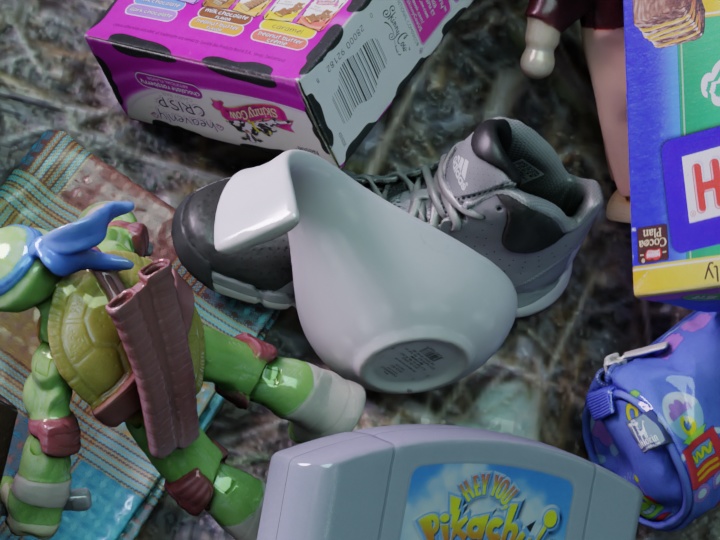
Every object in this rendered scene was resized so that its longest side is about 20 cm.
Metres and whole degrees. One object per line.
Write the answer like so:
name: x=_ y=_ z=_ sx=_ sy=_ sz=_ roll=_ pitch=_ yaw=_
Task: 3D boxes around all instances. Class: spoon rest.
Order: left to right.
spoon rest: x=0.000 y=0.000 z=1.223 sx=0.099 sy=0.200 sz=0.061 roll=-21 pitch=58 yaw=20

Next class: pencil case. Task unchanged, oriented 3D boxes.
pencil case: x=0.190 y=0.039 z=1.310 sx=0.200 sy=0.078 sz=0.087 roll=-35 pitch=101 yaw=-26

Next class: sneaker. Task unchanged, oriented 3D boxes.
sneaker: x=0.019 y=-0.036 z=1.267 sx=0.200 sy=0.116 sz=0.075 roll=3 pitch=60 yaw=-20

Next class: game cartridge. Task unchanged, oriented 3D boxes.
game cartridge: x=0.040 y=0.135 z=1.190 sx=0.200 sy=0.040 sz=0.134 roll=8 pitch=89 yaw=-39

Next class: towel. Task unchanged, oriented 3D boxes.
towel: x=-0.138 y=0.045 z=1.255 sx=0.147 sy=0.022 sz=0.200 roll=34 pitch=64 yaw=0

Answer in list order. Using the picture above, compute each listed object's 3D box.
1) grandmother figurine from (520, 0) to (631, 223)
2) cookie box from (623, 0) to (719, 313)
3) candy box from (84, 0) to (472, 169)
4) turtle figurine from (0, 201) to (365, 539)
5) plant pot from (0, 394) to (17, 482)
grandmother figurine: x=0.126 y=-0.125 z=1.324 sx=0.121 sy=0.061 sz=0.200 roll=-25 pitch=111 yaw=-31
cookie box: x=0.204 y=-0.090 z=1.216 sx=0.075 sy=0.171 sz=0.200 roll=9 pitch=76 yaw=-51
candy box: x=-0.016 y=-0.146 z=1.306 sx=0.136 sy=0.061 sz=0.200 roll=16 pitch=56 yaw=37
turtle figurine: x=-0.111 y=0.050 z=1.209 sx=0.194 sy=0.200 sz=0.144 roll=34 pitch=32 yaw=-24
plant pot: x=-0.228 y=0.112 z=1.077 sx=0.187 sy=0.187 sz=0.200 roll=33 pitch=85 yaw=1
